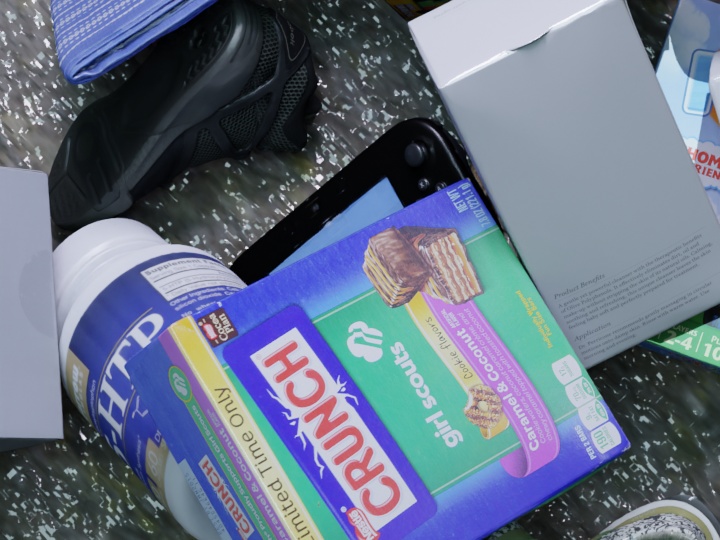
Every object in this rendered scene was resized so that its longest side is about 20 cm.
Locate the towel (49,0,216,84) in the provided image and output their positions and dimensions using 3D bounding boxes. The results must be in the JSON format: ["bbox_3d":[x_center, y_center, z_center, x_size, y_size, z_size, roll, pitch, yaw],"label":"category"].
[{"bbox_3d":[-0.116,-0.172,1.390,0.145,0.200,0.024,-32,112,3],"label":"towel"}]

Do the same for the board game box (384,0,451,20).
[{"bbox_3d":[0.088,-0.192,1.339,0.165,0.200,0.057,-10,88,8],"label":"board game box"}]

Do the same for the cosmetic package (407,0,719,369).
[{"bbox_3d":[0.116,-0.059,1.256,0.107,0.085,0.200,-25,121,2],"label":"cosmetic package"}]

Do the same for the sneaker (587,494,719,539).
[{"bbox_3d":[0.113,0.190,1.324,0.200,0.089,0.077,-36,77,2],"label":"sneaker"}]

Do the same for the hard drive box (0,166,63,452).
[{"bbox_3d":[-0.266,0.034,1.375,0.200,0.077,0.156,-15,76,41],"label":"hard drive box"}]

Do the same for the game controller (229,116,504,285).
[{"bbox_3d":[0.000,0.000,1.355,0.200,0.042,0.105,-39,65,37],"label":"game controller"}]

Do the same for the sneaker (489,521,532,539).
[{"bbox_3d":[0.086,0.168,1.256,0.199,0.077,0.089,-2,65,20],"label":"sneaker"}]

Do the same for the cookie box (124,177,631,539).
[{"bbox_3d":[0.010,0.071,1.216,0.200,0.075,0.171,-27,83,-30],"label":"cookie box"}]

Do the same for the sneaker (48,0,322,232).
[{"bbox_3d":[-0.098,-0.081,1.418,0.199,0.114,0.076,-43,51,28],"label":"sneaker"}]

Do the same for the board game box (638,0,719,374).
[{"bbox_3d":[0.222,-0.041,1.359,0.151,0.037,0.200,19,83,7],"label":"board game box"}]

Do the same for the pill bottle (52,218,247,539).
[{"bbox_3d":[-0.101,0.055,1.340,0.120,0.120,0.200,-48,46,-1],"label":"pill bottle"}]

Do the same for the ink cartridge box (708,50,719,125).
[{"bbox_3d":[0.297,-0.068,1.259,0.200,0.083,0.147,-16,100,15],"label":"ink cartridge box"}]

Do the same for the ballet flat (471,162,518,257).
[{"bbox_3d":[0.088,-0.020,1.372,0.070,0.065,0.201,11,82,-25],"label":"ballet flat"}]
